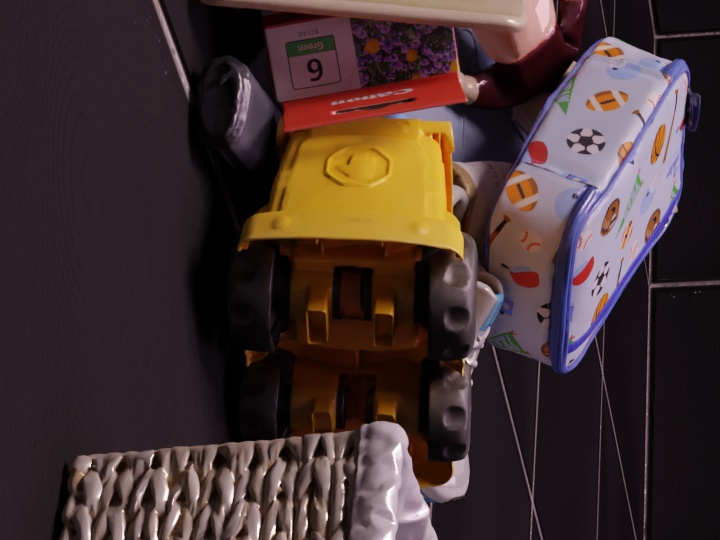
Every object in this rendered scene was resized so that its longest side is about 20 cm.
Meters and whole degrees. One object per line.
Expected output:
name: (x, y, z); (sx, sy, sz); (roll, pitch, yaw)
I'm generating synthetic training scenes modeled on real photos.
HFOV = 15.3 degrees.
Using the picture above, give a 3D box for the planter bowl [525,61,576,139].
planter bowl: (0.073, -0.057, 1.858); (0.134, 0.199, 0.202); (-3, 90, -52)

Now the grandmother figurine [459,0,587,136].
grandmother figurine: (0.102, -0.146, 1.694); (0.061, 0.121, 0.200); (55, -2, 41)

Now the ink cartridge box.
ink cartridge box: (-0.001, -0.135, 1.538); (0.200, 0.108, 0.051); (-100, 180, -72)

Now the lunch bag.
lunch bag: (0.147, -0.041, 1.690); (0.200, 0.075, 0.161); (-51, 151, -39)

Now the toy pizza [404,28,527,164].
toy pizza: (0.056, -0.141, 1.727); (0.200, 0.032, 0.202); (10, 78, -56)

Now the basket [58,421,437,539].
basket: (-0.045, 0.204, 1.217); (0.201, 0.160, 0.199); (72, 19, -50)

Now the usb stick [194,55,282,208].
usb stick: (-0.057, -0.069, 1.541); (0.200, 0.032, 0.056); (52, 39, -72)

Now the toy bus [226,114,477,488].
toy bus: (0.000, 0.000, 1.534); (0.193, 0.135, 0.201); (-86, 176, -47)

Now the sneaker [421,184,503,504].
sneaker: (0.048, 0.042, 1.623); (0.075, 0.086, 0.201); (-19, 99, -61)

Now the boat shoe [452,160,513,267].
boat shoe: (0.060, 0.018, 1.709); (0.071, 0.069, 0.201); (47, -46, 36)

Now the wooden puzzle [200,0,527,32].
wooden puzzle: (0.005, -0.227, 1.509); (0.037, 0.184, 0.201); (103, -10, -61)
